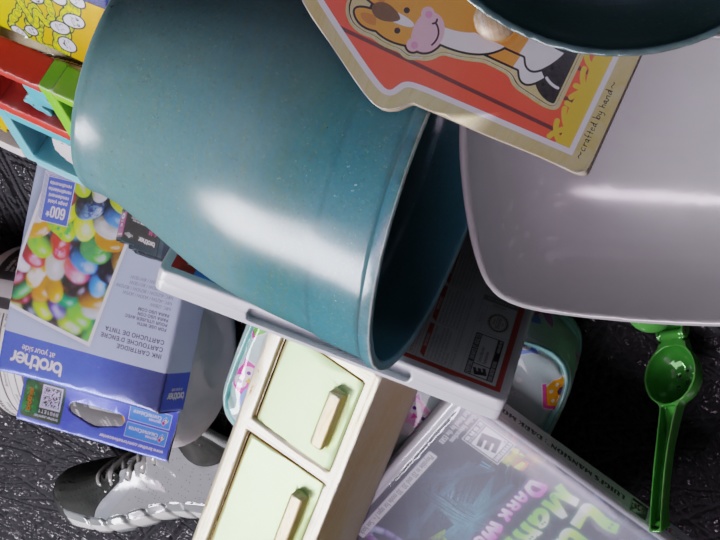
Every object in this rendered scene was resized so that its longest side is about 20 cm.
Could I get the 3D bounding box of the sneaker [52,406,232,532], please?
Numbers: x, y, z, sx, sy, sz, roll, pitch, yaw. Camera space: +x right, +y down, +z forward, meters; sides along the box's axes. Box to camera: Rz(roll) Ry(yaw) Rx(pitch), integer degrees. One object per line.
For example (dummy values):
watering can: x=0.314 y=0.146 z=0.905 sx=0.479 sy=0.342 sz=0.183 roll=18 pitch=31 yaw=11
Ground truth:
sneaker: x=-0.146 y=0.122 z=1.469 sx=0.198 sy=0.075 sz=0.116 roll=-5 pitch=125 yaw=24

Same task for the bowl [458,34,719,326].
bowl: x=0.151 y=-0.064 z=1.027 sx=0.198 sy=0.075 sz=0.201 roll=2 pitch=137 yaw=9

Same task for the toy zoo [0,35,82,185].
toy zoo: x=-0.205 y=-0.101 z=1.201 sx=0.199 sy=0.021 sz=0.131 roll=24 pitch=161 yaw=20

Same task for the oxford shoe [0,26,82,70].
oxford shoe: x=-0.167 y=-0.151 z=1.197 sx=0.199 sy=0.071 sz=0.074 roll=25 pitch=112 yaw=15

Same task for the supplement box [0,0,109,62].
supplement box: x=-0.193 y=-0.211 z=1.096 sx=0.199 sy=0.110 sz=0.109 roll=24 pitch=142 yaw=9

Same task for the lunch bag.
lunch bag: x=0.021 y=0.061 z=1.239 sx=0.199 sy=0.077 sz=0.161 roll=25 pitch=119 yaw=4

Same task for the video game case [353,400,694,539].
video game case: x=0.078 y=0.179 z=1.225 sx=0.181 sy=0.023 sz=0.200 roll=35 pitch=124 yaw=-6

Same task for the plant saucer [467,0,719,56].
plant saucer: x=0.112 y=-0.192 z=0.890 sx=0.199 sy=0.201 sz=0.036 roll=27 pitch=-177 yaw=5

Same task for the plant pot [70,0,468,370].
plant pot: x=-0.041 y=-0.074 z=1.064 sx=0.187 sy=0.201 sz=0.201 roll=19 pitch=141 yaw=13

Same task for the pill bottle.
pill bottle: x=-0.192 y=0.045 z=1.371 sx=0.199 sy=0.117 sz=0.117 roll=9 pitch=137 yaw=27

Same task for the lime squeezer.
lime squeezer: x=0.160 y=0.042 z=1.175 sx=0.038 sy=0.070 sz=0.202 roll=-6 pitch=100 yaw=58

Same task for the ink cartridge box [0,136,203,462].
ink cartridge box: x=-0.154 y=0.008 z=1.267 sx=0.118 sy=0.042 sz=0.202 roll=14 pitch=97 yaw=21

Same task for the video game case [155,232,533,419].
video game case: x=0.000 y=0.000 z=1.152 sx=0.199 sy=0.143 sz=0.018 roll=21 pitch=128 yaw=2

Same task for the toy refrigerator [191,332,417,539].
toy refrigerator: x=-0.034 y=0.113 z=1.185 sx=0.076 sy=0.070 sz=0.201 roll=33 pitch=120 yaw=20

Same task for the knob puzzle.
knob puzzle: x=0.049 y=-0.165 z=0.934 sx=0.218 sy=0.221 sz=0.030 roll=23 pitch=-178 yaw=10
